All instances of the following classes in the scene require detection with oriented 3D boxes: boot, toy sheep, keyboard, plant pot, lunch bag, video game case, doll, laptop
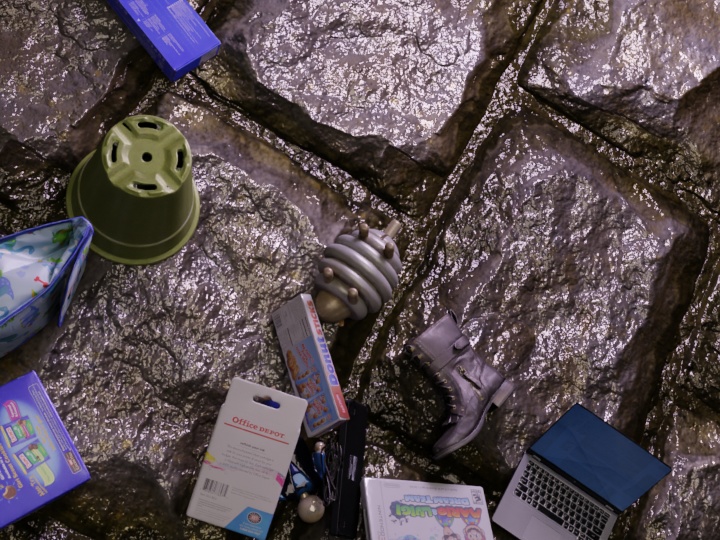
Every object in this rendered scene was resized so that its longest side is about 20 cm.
[{"bbox_3d":[0.128,0.177,1.590,0.174,0.069,0.200,44,62,5],"label":"boot"},{"bbox_3d":[0.000,0.000,1.557,0.138,0.138,0.200,44,75,-1],"label":"toy sheep"},{"bbox_3d":[-0.031,0.287,1.498,0.040,0.104,0.200,-4,68,24],"label":"keyboard"},{"bbox_3d":[-0.315,-0.130,1.463,0.200,0.190,0.201,5,71,-16],"label":"plant pot"},{"bbox_3d":[-0.450,0.017,1.384,0.200,0.170,0.127,-40,89,-26],"label":"lunch bag"},{"bbox_3d":[0.103,0.392,1.486,0.200,0.024,0.182,9,47,-20],"label":"video game case"},{"bbox_3d":[-0.113,0.275,1.481,0.136,0.048,0.200,-28,88,-23],"label":"doll"},{"bbox_3d":[0.338,0.344,1.572,0.187,0.116,0.200,35,66,-5],"label":"laptop"}]

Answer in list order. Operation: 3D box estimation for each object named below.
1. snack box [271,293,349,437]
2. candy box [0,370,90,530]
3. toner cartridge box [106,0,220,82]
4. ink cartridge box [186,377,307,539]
[{"bbox_3d":[-0.075,0.139,1.506,0.024,0.072,0.200,6,58,-49],"label":"snack box"},{"bbox_3d":[-0.487,0.253,1.350,0.200,0.077,0.169,-27,84,-24],"label":"candy box"},{"bbox_3d":[-0.322,-0.406,1.626,0.095,0.043,0.200,-37,88,-25],"label":"toner cartridge box"},{"bbox_3d":[-0.154,0.256,1.421,0.115,0.068,0.200,19,89,-1],"label":"ink cartridge box"}]
